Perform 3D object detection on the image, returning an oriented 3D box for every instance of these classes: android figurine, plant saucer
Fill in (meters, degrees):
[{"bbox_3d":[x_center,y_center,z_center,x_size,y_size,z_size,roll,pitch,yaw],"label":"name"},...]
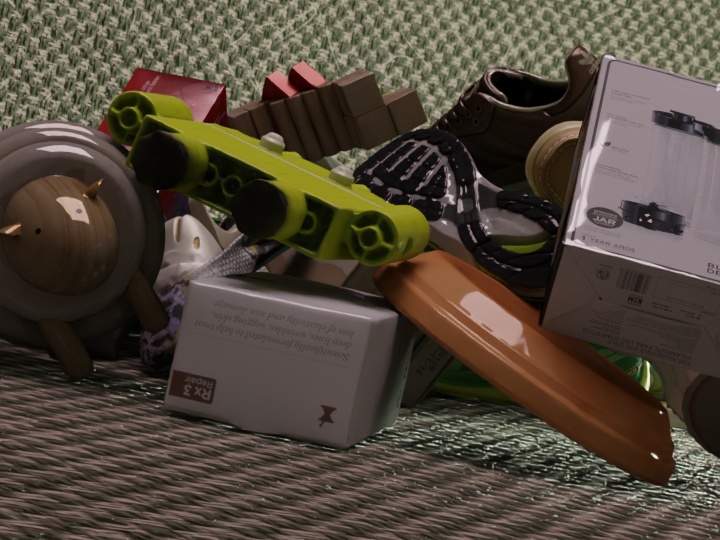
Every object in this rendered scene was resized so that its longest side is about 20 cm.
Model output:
[{"bbox_3d":[-0.049,-0.047,1.506,0.181,0.041,0.200,26,9,17],"label":"android figurine"},{"bbox_3d":[0.097,0.048,1.533,0.200,0.038,0.200,35,5,-3],"label":"plant saucer"}]

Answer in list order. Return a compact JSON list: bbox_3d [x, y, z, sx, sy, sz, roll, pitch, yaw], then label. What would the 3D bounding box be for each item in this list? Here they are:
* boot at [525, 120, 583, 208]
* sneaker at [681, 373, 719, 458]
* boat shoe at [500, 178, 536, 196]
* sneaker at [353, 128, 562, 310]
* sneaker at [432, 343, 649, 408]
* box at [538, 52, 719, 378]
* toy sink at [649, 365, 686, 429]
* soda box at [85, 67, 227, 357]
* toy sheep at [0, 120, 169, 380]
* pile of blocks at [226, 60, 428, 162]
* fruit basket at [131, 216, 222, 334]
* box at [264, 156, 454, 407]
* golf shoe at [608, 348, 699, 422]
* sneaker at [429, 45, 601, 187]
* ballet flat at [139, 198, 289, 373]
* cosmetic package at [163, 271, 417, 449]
[{"bbox_3d":[0.191,-0.005,1.618,0.200,0.073,0.156,37,12,-16],"label":"boot"},{"bbox_3d":[0.279,0.095,1.631,0.199,0.082,0.088,12,1,29],"label":"sneaker"},{"bbox_3d":[0.125,-0.043,1.776,0.200,0.074,0.060,-3,34,49],"label":"boat shoe"},{"bbox_3d":[0.066,-0.018,1.681,0.200,0.074,0.081,39,-21,44],"label":"sneaker"},{"bbox_3d":[0.097,0.049,1.846,0.199,0.084,0.074,11,3,4],"label":"sneaker"},{"bbox_3d":[0.172,-0.033,1.534,0.116,0.060,0.200,14,37,1],"label":"box"},{"bbox_3d":[0.173,0.042,2.008,0.130,0.113,0.200,9,3,-40],"label":"toy sink"},{"bbox_3d":[-0.144,-0.039,1.694,0.063,0.070,0.200,11,41,14],"label":"soda box"},{"bbox_3d":[-0.169,-0.017,1.511,0.137,0.139,0.200,10,0,-17],"label":"toy sheep"},{"bbox_3d":[-0.054,-0.103,1.805,0.199,0.062,0.082,-15,17,20],"label":"pile of blocks"},{"bbox_3d":[-0.109,0.007,1.790,0.199,0.094,0.185,18,5,37],"label":"fruit basket"},{"bbox_3d":[0.000,0.000,1.765,0.095,0.078,0.200,35,8,-21],"label":"box"},{"bbox_3d":[0.224,0.044,1.769,0.200,0.092,0.075,40,40,7],"label":"golf shoe"},{"bbox_3d":[0.084,-0.094,1.736,0.199,0.076,0.070,-13,25,36],"label":"sneaker"},{"bbox_3d":[-0.091,-0.010,1.662,0.072,0.072,0.200,12,31,22],"label":"ballet flat"},{"bbox_3d":[-0.033,0.045,1.479,0.101,0.074,0.200,12,1,7],"label":"cosmetic package"}]
